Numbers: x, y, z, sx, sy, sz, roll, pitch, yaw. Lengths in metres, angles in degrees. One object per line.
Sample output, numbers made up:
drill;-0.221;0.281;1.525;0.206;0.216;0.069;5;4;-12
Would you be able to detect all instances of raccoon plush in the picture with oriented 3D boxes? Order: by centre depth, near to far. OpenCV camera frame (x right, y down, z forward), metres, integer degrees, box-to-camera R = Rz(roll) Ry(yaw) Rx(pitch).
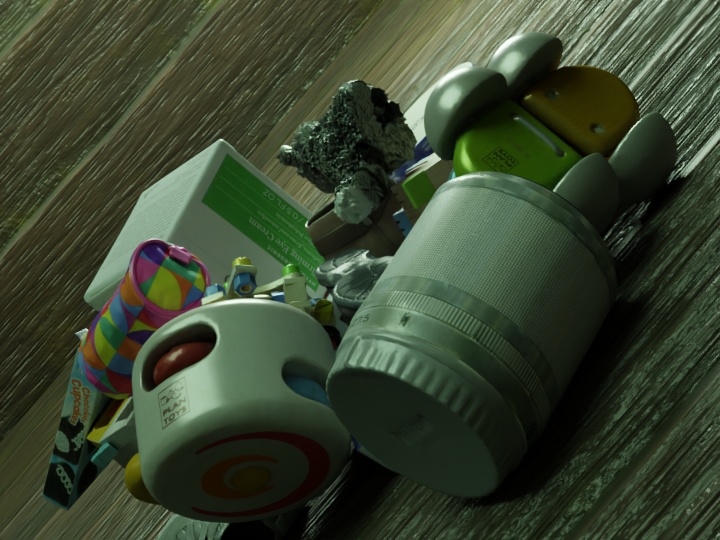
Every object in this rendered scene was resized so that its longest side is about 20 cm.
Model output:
raccoon plush;-0.035;-0.094;1.409;0.133;0.097;0.200;-35;12;34

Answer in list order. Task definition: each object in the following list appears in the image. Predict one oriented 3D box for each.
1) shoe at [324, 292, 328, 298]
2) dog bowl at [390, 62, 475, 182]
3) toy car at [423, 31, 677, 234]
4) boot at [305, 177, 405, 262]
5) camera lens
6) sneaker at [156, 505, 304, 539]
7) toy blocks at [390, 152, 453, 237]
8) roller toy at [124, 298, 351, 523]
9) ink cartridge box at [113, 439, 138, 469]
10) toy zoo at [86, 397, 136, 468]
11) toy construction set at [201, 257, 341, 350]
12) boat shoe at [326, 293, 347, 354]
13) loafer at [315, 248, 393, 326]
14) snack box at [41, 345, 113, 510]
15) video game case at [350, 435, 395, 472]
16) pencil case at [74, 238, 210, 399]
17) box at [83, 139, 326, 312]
shoe;-0.059;0.005;1.875;0.091;0.071;0.200;-49;7;22
dog bowl;0.093;-0.151;1.807;0.200;0.079;0.200;-46;14;14
toy car;0.145;-0.086;1.239;0.199;0.175;0.151;-33;-24;-39
boot;0.000;0.000;1.527;0.200;0.146;0.070;-45;13;13
camera lens;0.085;0.042;1.099;0.201;0.160;0.160;-56;15;-28
sneaker;-0.135;0.253;1.402;0.200;0.075;0.082;-41;13;27
toy blocks;0.097;-0.095;1.423;0.199;0.101;0.136;-36;6;-25
roller toy;-0.105;0.128;1.295;0.184;0.197;0.141;102;160;-51
ink cartridge box;-0.149;0.148;1.594;0.199;0.146;0.147;-34;20;47
toy zoo;-0.216;0.115;1.539;0.201;0.020;0.131;-57;16;-25
toy construction set;-0.088;0.067;1.405;0.201;0.129;0.093;107;155;-61
boat shoe;0.007;0.019;1.645;0.203;0.074;0.086;-57;9;6
loafer;0.009;0.025;1.391;0.071;0.064;0.200;-28;14;-7
snack box;-0.283;0.145;1.618;0.116;0.037;0.202;-52;-16;-60
video game case;0.047;0.067;1.346;0.183;0.045;0.200;-58;12;5
pencil case;-0.208;0.047;1.422;0.089;0.088;0.200;-58;7;-36
box;-0.164;0.000;1.703;0.199;0.198;0.173;-26;32;51
